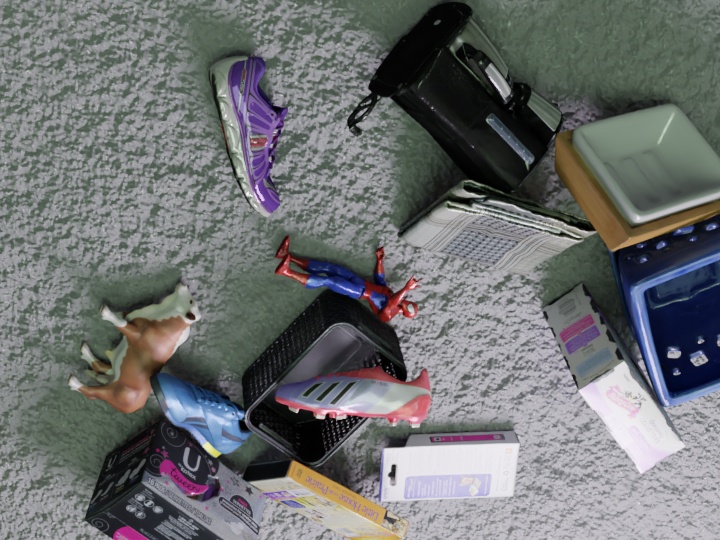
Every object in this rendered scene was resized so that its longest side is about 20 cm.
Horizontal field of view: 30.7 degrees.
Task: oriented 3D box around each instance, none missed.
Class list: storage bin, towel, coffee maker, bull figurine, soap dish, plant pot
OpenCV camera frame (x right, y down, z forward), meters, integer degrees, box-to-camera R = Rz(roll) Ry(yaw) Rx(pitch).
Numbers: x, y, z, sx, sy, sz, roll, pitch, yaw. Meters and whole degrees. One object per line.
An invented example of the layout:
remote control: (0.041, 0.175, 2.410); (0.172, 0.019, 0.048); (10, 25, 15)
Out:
storage bin: (-0.050, 0.141, 1.723); (0.135, 0.094, 0.200); (38, 106, -23)
towel: (0.165, -0.045, 1.618); (0.191, 0.035, 0.200); (17, 159, -16)
coffee maker: (0.114, -0.184, 1.554); (0.192, 0.135, 0.200); (-38, 117, 17)
bull figurine: (-0.289, 0.096, 1.682); (0.121, 0.065, 0.201); (23, 110, -15)
soap dish: (0.340, -0.112, 1.577); (0.199, 0.158, 0.081); (-16, 153, -34)
plant pot: (0.429, 0.023, 1.676); (0.198, 0.180, 0.201); (-21, 118, 3)

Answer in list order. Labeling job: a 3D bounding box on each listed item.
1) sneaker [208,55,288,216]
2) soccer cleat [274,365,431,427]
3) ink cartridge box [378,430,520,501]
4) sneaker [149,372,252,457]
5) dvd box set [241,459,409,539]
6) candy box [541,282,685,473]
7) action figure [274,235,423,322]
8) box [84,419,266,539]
sneaker: (-0.121, -0.158, 1.565); (0.083, 0.081, 0.202); (-14, 118, -6)
soccer cleat: (-0.008, 0.152, 1.655); (0.198, 0.067, 0.077); (7, 86, -5)
ink cartridge box: (0.123, 0.277, 1.851); (0.198, 0.037, 0.096); (-2, 119, -10)
sneaker: (-0.203, 0.176, 1.710); (0.078, 0.066, 0.200); (-29, 141, 7)
dvd box set: (-0.050, 0.318, 1.800); (0.199, 0.146, 0.030); (31, 66, -21)
candy box: (0.327, 0.138, 1.711); (0.071, 0.200, 0.168); (-33, 117, 11)
action figure: (0.000, 0.000, 1.668); (0.199, 0.066, 0.099); (26, 120, -20)
box: (-0.244, 0.316, 1.761); (0.132, 0.115, 0.200); (-34, 119, 31)
